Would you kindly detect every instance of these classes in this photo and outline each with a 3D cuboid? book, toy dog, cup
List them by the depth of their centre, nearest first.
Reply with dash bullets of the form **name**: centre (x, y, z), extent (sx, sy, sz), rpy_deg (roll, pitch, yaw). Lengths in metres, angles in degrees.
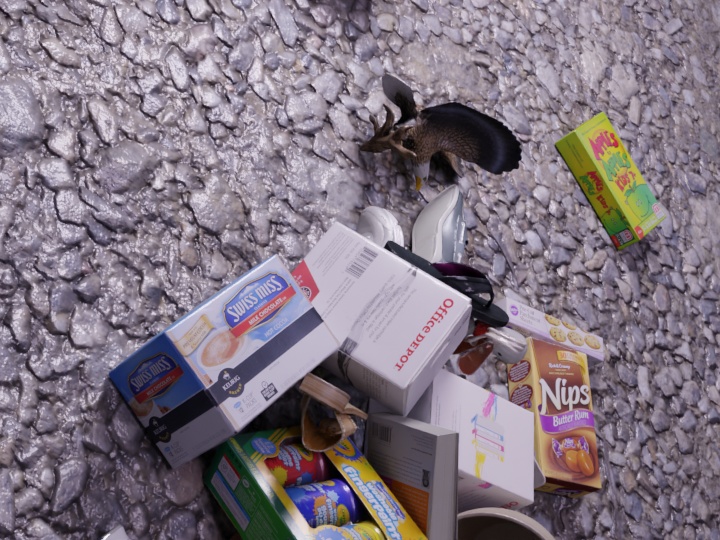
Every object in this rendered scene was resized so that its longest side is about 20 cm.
- **book**: centre (0.052, 0.271, 1.541), extent (0.048, 0.133, 0.202), rpy_deg (-2, 97, -36)
- **cup**: centre (0.165, 0.369, 1.628), extent (0.201, 0.199, 0.143), rpy_deg (62, 16, 2)
- **toy dog**: centre (0.112, 0.094, 1.759), extent (0.199, 0.097, 0.132), rpy_deg (25, 7, 4)

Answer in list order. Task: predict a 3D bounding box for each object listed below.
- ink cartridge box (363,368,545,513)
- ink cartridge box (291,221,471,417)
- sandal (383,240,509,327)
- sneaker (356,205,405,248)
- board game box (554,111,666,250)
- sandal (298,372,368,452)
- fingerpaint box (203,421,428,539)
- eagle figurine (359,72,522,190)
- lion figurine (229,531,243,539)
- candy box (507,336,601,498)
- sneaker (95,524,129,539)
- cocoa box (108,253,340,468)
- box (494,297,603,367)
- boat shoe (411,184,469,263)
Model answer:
- **ink cartridge box**: centre (0.119, 0.225, 1.680), extent (0.199, 0.128, 0.126), rpy_deg (27, 52, -30)
- **ink cartridge box**: centre (0.011, 0.058, 1.608), extent (0.199, 0.083, 0.147), rpy_deg (31, 63, 18)
- **sandal**: centre (0.118, 0.013, 1.713), extent (0.200, 0.048, 0.075), rpy_deg (30, 16, -23)
- **sneaker**: centre (0.000, 0.000, 1.728), extent (0.092, 0.076, 0.201), rpy_deg (19, 56, -29)
- **board game box**: centre (0.401, -0.144, 2.178), extent (0.101, 0.048, 0.201), rpy_deg (-33, 93, -46)
- **sandal**: centre (-0.045, 0.164, 1.501), extent (0.077, 0.212, 0.070), rpy_deg (28, 82, 11)
- **fingerpaint box**: centre (-0.048, 0.263, 1.487), extent (0.166, 0.074, 0.200), rpy_deg (-1, 40, -42)
- **eagle figurine**: centre (0.102, -0.182, 1.875), extent (0.199, 0.151, 0.152), rpy_deg (-8, 55, -32)
- **lion figurine**: centre (-0.077, 0.324, 1.496), extent (0.199, 0.072, 0.123), rpy_deg (34, 39, -19)
- **candy box**: centre (0.265, 0.202, 1.875), extent (0.116, 0.056, 0.201), rpy_deg (17, 58, -35)
- **sneaker**: centre (-0.264, 0.354, 1.306), extent (0.202, 0.077, 0.147), rpy_deg (-31, 88, -47)
- **cocoa box**: centre (-0.148, 0.097, 1.498), extent (0.132, 0.133, 0.200), rpy_deg (55, 44, -2)
- **box**: centre (0.267, 0.092, 1.944), extent (0.199, 0.039, 0.042), rpy_deg (23, 54, -32)
- **boat shoe**: centre (0.112, -0.040, 1.839), extent (0.062, 0.073, 0.201), rpy_deg (44, 35, -20)
